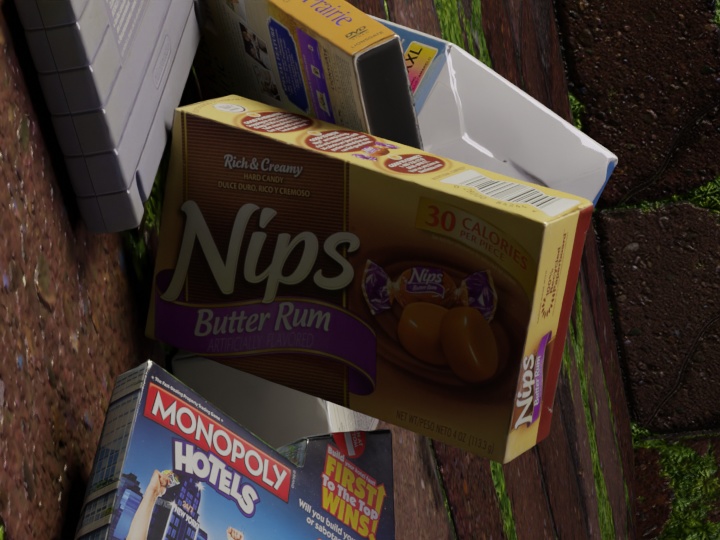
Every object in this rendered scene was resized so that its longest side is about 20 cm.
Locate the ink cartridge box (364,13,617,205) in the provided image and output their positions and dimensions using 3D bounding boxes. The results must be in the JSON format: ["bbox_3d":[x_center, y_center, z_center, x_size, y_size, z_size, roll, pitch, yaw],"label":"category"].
[{"bbox_3d":[0.030,-0.082,1.243,0.136,0.077,0.200,31,1,-32],"label":"ink cartridge box"}]

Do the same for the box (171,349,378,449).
[{"bbox_3d":[-0.036,0.053,1.201,0.200,0.077,0.096,-59,141,-72],"label":"box"}]

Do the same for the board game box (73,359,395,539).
[{"bbox_3d":[-0.052,0.137,0.973,0.200,0.061,0.201,39,44,-34],"label":"board game box"}]

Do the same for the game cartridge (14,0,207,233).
[{"bbox_3d":[-0.114,-0.125,1.032,0.200,0.038,0.130,-80,156,-56],"label":"game cartridge"}]

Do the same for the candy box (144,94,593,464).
[{"bbox_3d":[0.000,0.000,1.033,0.056,0.199,0.117,-22,126,-59],"label":"candy box"}]

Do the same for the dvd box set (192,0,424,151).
[{"bbox_3d":[-0.031,-0.089,1.141,0.200,0.029,0.147,38,-31,48],"label":"dvd box set"}]
